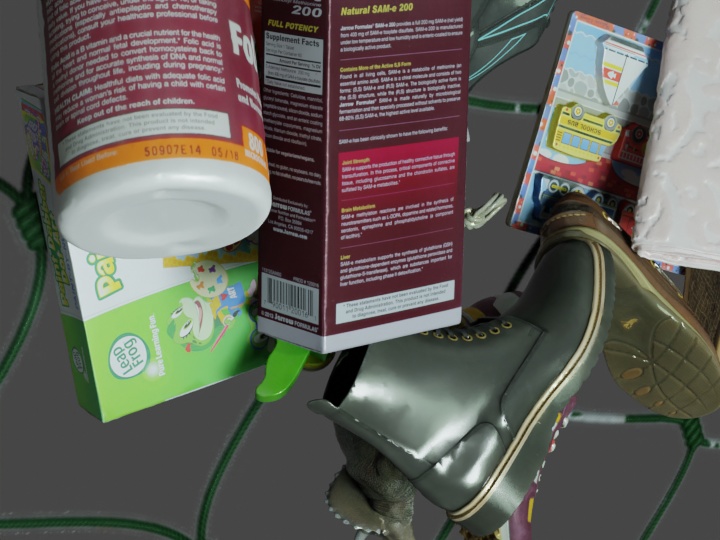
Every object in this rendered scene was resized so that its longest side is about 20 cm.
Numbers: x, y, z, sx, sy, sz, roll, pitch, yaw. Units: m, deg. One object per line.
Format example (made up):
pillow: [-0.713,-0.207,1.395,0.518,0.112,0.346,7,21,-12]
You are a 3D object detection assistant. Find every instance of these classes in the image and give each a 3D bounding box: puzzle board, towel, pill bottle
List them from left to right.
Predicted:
pill bottle: [-0.112,-0.117,0.992,0.114,0.114,0.201,5,68,-32]
puzzle board: [0.201,-0.081,1.297,0.199,0.017,0.151,13,96,-34]
towel: [0.287,-0.087,1.242,0.190,0.032,0.201,11,69,4]

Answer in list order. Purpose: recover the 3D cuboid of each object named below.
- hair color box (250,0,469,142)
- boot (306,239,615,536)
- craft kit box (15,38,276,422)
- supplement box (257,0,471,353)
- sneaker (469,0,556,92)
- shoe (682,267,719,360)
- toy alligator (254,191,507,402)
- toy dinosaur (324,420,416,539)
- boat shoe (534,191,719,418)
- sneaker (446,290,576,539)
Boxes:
hair color box: [-0.009,-0.154,1.071,0.101,0.061,0.201,-26,114,-30]
boot: [0.066,0.038,1.121,0.138,0.077,0.201,36,61,-18]
craft kit box: [-0.091,-0.034,1.115,0.197,0.048,0.201,-18,111,-24]
supplement box: [0.002,-0.065,1.019,0.109,0.061,0.201,-10,108,-41]
sneaker: [0.097,-0.192,1.181,0.200,0.075,0.079,-44,135,-7]
shoe: [0.266,0.013,1.317,0.053,0.070,0.201,-8,128,-31]
toy alligator: [0.000,0.000,1.126,0.200,0.059,0.054,-40,80,-16]
toy dinosaur: [0.017,0.091,1.189,0.077,0.102,0.201,-12,96,-61]
boat shoe: [0.189,0.024,1.268,0.200,0.072,0.068,47,36,-31]
sneaker: [0.108,0.113,1.257,0.090,0.075,0.201,-16,112,-22]
